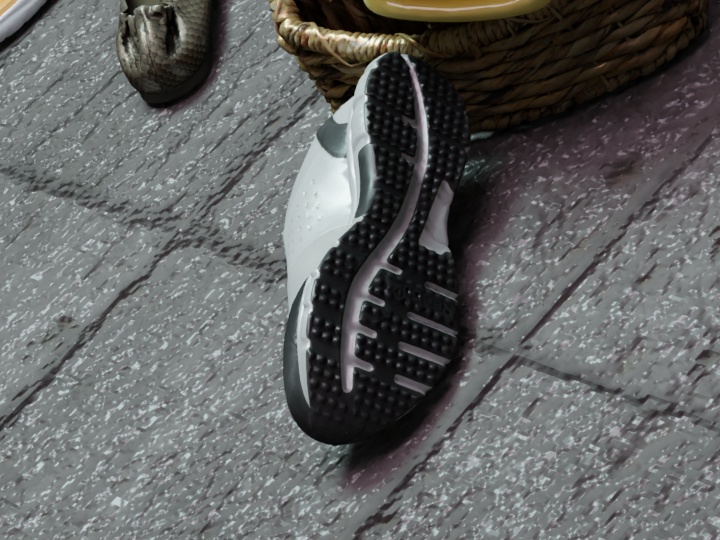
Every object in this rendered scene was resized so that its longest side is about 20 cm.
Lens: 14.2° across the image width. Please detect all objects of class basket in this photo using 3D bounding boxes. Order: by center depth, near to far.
[{"bbox_3d":[0.050,-0.161,1.347,0.199,0.149,0.143,-14,39,23],"label":"basket"}]

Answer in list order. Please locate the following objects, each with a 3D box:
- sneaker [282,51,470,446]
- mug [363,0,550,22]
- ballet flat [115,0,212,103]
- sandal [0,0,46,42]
[{"bbox_3d":[0.000,0.000,1.276,0.080,0.073,0.201,-40,28,44],"label":"sneaker"},{"bbox_3d":[0.048,-0.223,1.272,0.152,0.187,0.150,1,45,18],"label":"mug"},{"bbox_3d":[-0.108,-0.165,1.560,0.067,0.046,0.201,-20,37,16],"label":"ballet flat"},{"bbox_3d":[-0.180,-0.210,1.659,0.079,0.059,0.207,10,52,43],"label":"sandal"}]
